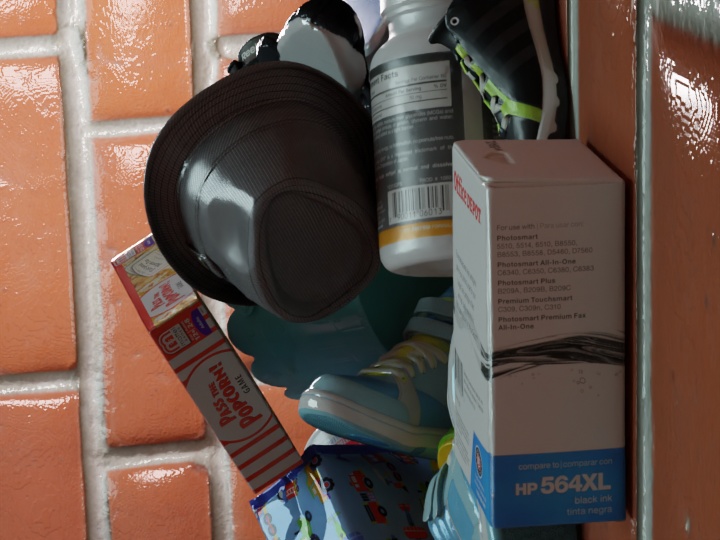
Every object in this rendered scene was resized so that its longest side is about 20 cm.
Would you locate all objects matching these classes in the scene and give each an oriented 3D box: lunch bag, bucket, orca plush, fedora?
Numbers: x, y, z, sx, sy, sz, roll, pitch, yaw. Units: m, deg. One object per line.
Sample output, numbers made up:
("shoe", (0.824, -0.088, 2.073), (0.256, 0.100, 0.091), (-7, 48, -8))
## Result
("lunch bag", (0.039, 0.210, 1.655), (0.094, 0.199, 0.151), (-43, 62, 38))
("bucket", (0.000, 0.000, 1.734), (0.207, 0.134, 0.208), (12, -106, -49))
("orca plush", (-0.008, -0.141, 1.580), (0.071, 0.105, 0.200), (-54, -34, -24))
("fedora", (-0.050, -0.037, 1.507), (0.090, 0.176, 0.200), (54, 170, 45))

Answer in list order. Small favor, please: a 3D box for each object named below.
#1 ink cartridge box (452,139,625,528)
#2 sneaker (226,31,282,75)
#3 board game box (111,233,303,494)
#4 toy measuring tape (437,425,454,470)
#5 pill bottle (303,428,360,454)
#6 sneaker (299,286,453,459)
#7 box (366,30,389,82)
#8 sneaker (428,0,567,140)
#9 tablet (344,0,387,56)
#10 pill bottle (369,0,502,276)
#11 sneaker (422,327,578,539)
("ink cartridge box", (0.102, 0.032, 1.270), (0.146, 0.084, 0.201), (-112, 21, -76))
("sneaker", (-0.071, -0.131, 1.717), (0.098, 0.071, 0.201), (63, -158, -19))
("board game box", (-0.119, 0.066, 1.644), (0.152, 0.046, 0.200), (59, 175, -20))
("toy measuring tape", (0.091, 0.109, 1.526), (0.200, 0.073, 0.074), (93, 173, -47))
("pill bottle", (0.040, 0.211, 1.784), (0.112, 0.112, 0.200), (94, 152, -56))
("sneaker", (0.035, 0.067, 1.597), (0.200, 0.079, 0.131), (19, -98, -53))
("box", (0.035, -0.234, 1.746), (0.156, 0.041, 0.200), (-51, 16, 13))
("sneaker", (0.085, -0.138, 1.411), (0.072, 0.082, 0.201), (97, 170, -67))
("tablet", (0.029, -0.239, 1.680), (0.201, 0.014, 0.130), (-62, 19, -17))
("pill bottle", (0.065, -0.101, 1.489), (0.116, 0.116, 0.201), (117, 151, -81))
("sneaker", (0.078, 0.115, 1.446), (0.130, 0.079, 0.201), (164, 100, -69))
